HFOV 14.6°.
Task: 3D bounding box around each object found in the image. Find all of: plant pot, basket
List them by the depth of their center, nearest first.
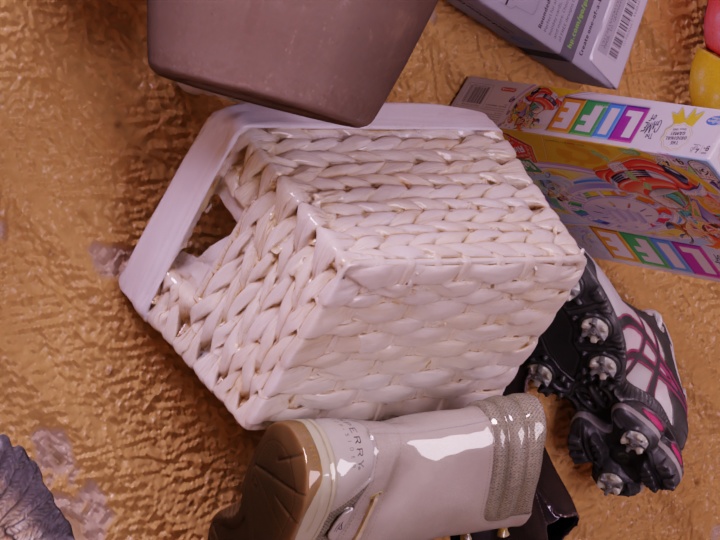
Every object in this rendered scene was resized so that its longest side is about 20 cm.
[{"bbox_3d":[-0.027,-0.166,1.356,0.200,0.200,0.175,15,90,-44],"label":"plant pot"},{"bbox_3d":[0.000,0.000,1.476,0.200,0.123,0.136,-1,133,-43],"label":"basket"}]

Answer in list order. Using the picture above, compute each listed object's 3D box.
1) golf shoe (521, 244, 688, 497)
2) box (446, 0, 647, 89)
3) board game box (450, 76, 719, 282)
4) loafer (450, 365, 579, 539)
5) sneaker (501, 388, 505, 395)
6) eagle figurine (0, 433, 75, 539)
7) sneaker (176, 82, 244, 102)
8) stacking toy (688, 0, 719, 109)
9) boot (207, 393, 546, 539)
[{"bbox_3d":[0.144,0.046,1.706,0.200,0.077,0.088,64,37,-34],"label":"golf shoe"},{"bbox_3d":[0.105,-0.211,1.615,0.200,0.041,0.156,27,80,-49],"label":"box"},{"bbox_3d":[0.158,-0.048,1.597,0.134,0.200,0.034,46,67,-38],"label":"board game box"},{"bbox_3d":[0.088,0.137,1.609,0.071,0.073,0.200,8,56,-7],"label":"loafer"},{"bbox_3d":[0.012,0.076,1.580,0.088,0.075,0.200,42,70,-27],"label":"sneaker"},{"bbox_3d":[-0.192,0.183,1.367,0.151,0.152,0.200,-30,125,-13],"label":"eagle figurine"},{"bbox_3d":[-0.017,-0.167,1.481,0.200,0.080,0.070,-60,142,-13],"label":"sneaker"},{"bbox_3d":[0.250,-0.124,1.741,0.146,0.146,0.200,27,96,-43],"label":"stacking toy"},{"bbox_3d":[0.007,0.133,1.495,0.155,0.072,0.200,-9,150,-25],"label":"boot"}]
